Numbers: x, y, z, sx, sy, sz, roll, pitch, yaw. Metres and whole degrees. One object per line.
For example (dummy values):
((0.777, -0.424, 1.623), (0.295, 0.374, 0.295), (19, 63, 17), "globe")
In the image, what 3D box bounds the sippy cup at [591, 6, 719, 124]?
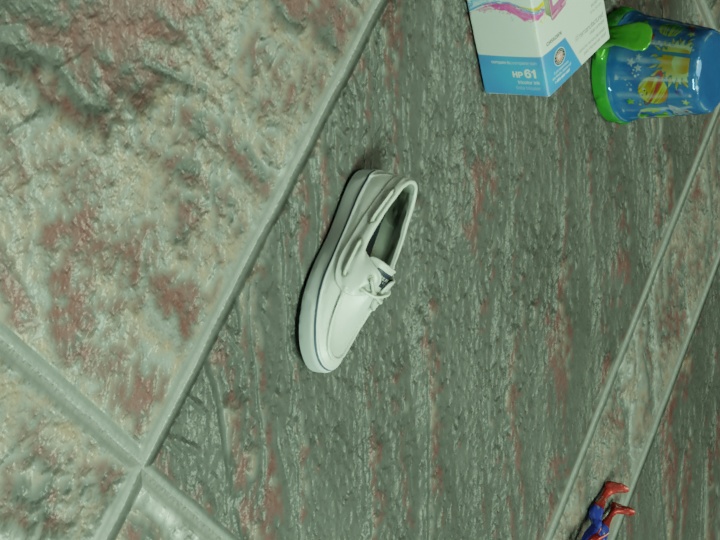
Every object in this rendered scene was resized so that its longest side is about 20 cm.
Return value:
((0.359, -0.238, 1.877), (0.177, 0.129, 0.141), (-29, 119, -47), "sippy cup")

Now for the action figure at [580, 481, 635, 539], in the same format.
((0.282, 0.349, 1.970), (0.200, 0.051, 0.066), (-48, 137, -35), "action figure")

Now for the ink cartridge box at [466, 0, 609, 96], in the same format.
((0.178, -0.303, 1.650), (0.144, 0.084, 0.202), (-44, 129, -40), "ink cartridge box")

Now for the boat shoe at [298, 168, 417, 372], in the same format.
((0.000, 0.000, 1.481), (0.073, 0.065, 0.202), (29, 73, -53), "boat shoe")
